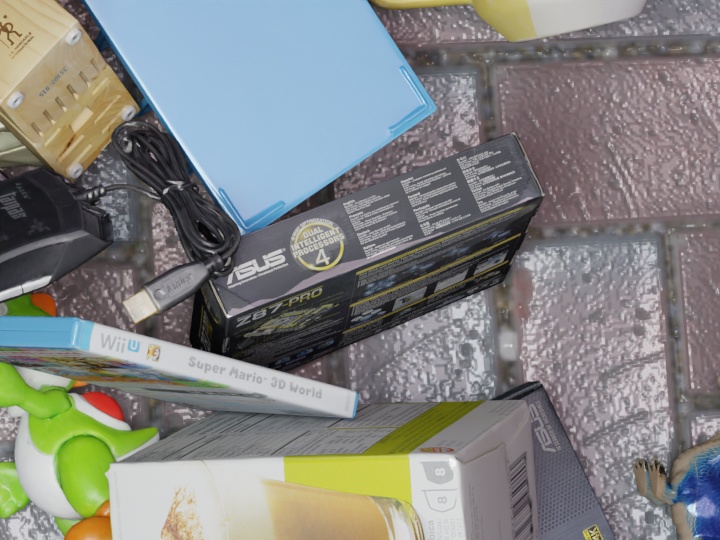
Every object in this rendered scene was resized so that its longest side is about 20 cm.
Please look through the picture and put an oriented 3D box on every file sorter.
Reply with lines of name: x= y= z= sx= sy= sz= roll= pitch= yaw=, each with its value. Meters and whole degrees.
file sorter: x=-0.076 y=-0.133 z=1.522 sx=0.138 sy=0.123 sz=0.201 roll=-34 pitch=92 yaw=-12

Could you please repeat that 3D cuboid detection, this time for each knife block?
knife block: x=-0.223 y=-0.150 z=1.441 sx=0.175 sy=0.200 sz=0.064 roll=42 pitch=84 yaw=20

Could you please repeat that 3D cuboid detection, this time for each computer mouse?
computer mouse: x=-0.164 y=-0.002 z=1.390 sx=0.199 sy=0.046 sz=0.140 roll=-22 pitch=48 yaw=-26

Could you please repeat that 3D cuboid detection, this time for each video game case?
video game case: x=-0.120 y=0.053 z=1.411 sx=0.199 sy=0.143 sz=0.018 roll=17 pitch=79 yaw=-41

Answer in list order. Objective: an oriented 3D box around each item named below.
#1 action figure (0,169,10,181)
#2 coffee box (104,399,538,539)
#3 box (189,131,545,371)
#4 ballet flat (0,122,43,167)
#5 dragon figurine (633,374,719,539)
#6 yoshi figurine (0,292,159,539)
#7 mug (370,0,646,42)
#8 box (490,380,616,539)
action figure: x=-0.273 y=0.015 z=1.458 sx=0.200 sy=0.130 sz=0.069 roll=-48 pitch=136 yaw=-1
coffee box: x=-0.013 y=0.185 z=1.422 sx=0.196 sy=0.200 sz=0.201 roll=-3 pitch=95 yaw=15
box: x=0.000 y=0.000 z=1.504 sx=0.199 sy=0.161 sz=0.049 roll=-22 pitch=76 yaw=-12
ballet flat: x=-0.243 y=-0.088 z=1.513 sx=0.199 sy=0.069 sz=0.070 roll=-10 pitch=87 yaw=-12
dragon figurine: x=0.226 y=0.160 z=1.589 sx=0.099 sy=0.059 sz=0.202 roll=-4 pitch=84 yaw=-11
yoshi figurine: x=-0.198 y=0.094 z=1.481 sx=0.112 sy=0.112 sz=0.201 roll=-37 pitch=68 yaw=19
mug: x=0.101 y=-0.221 z=1.577 sx=0.149 sy=0.186 sz=0.154 roll=-20 pitch=99 yaw=-49
box: x=0.080 y=0.190 z=1.560 sx=0.157 sy=0.051 sz=0.201 roll=-25 pitch=89 yaw=-11
